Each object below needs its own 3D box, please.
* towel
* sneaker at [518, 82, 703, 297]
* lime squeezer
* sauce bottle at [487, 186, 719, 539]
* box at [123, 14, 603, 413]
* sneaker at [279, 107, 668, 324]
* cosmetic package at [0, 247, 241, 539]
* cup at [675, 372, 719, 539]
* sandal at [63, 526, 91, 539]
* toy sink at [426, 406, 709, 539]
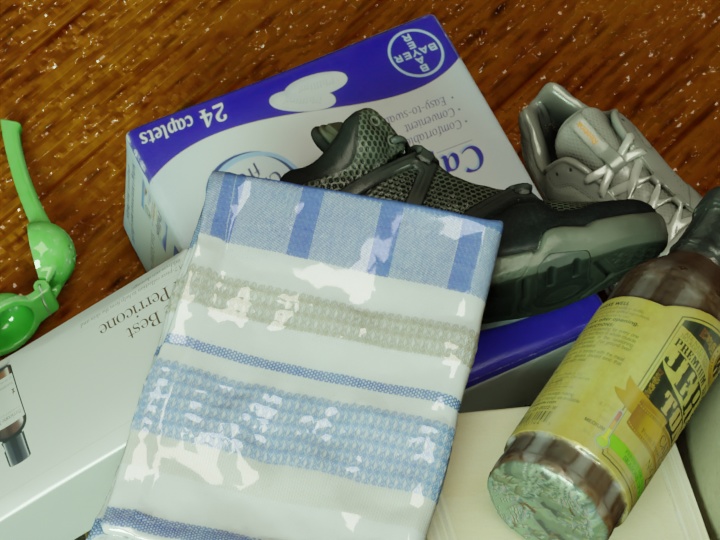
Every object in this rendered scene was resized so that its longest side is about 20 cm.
[{"bbox_3d":[-0.027,0.050,1.173,0.146,0.024,0.201,11,63,11],"label":"towel"},{"bbox_3d":[0.135,-0.032,1.338,0.076,0.092,0.200,-35,34,-13],"label":"sneaker"},{"bbox_3d":[-0.188,0.008,1.359,0.070,0.038,0.201,18,62,3],"label":"lime squeezer"},{"bbox_3d":[0.131,0.039,1.207,0.064,0.065,0.200,30,58,10],"label":"sauce bottle"},{"bbox_3d":[0.000,0.000,1.347,0.183,0.105,0.201,-22,67,-17],"label":"box"},{"bbox_3d":[0.044,-0.030,1.264,0.198,0.076,0.115,-11,70,-5],"label":"sneaker"},{"bbox_3d":[-0.142,0.078,1.246,0.199,0.051,0.083,-31,57,8],"label":"cosmetic package"},{"bbox_3d":[0.227,0.102,1.279,0.199,0.143,0.202,14,65,-32],"label":"cup"},{"bbox_3d":[-0.120,0.188,1.260,0.054,0.082,0.201,7,51,-28],"label":"sandal"},{"bbox_3d":[0.044,0.137,1.238,0.199,0.131,0.113,-5,61,-25],"label":"toy sink"}]
